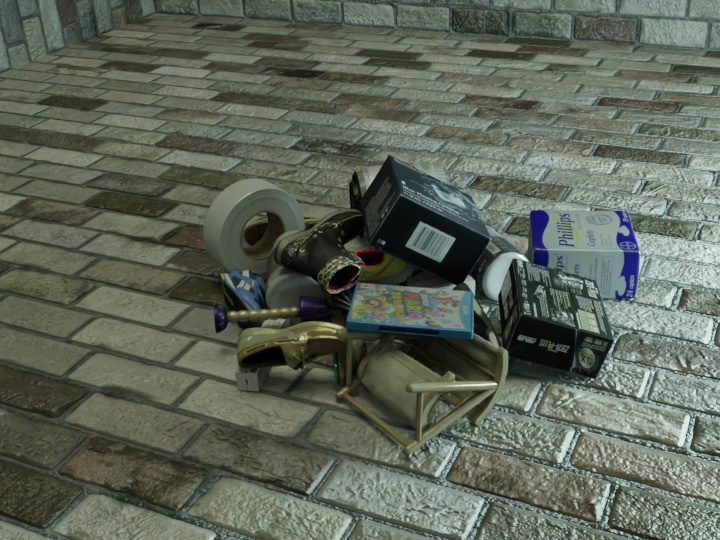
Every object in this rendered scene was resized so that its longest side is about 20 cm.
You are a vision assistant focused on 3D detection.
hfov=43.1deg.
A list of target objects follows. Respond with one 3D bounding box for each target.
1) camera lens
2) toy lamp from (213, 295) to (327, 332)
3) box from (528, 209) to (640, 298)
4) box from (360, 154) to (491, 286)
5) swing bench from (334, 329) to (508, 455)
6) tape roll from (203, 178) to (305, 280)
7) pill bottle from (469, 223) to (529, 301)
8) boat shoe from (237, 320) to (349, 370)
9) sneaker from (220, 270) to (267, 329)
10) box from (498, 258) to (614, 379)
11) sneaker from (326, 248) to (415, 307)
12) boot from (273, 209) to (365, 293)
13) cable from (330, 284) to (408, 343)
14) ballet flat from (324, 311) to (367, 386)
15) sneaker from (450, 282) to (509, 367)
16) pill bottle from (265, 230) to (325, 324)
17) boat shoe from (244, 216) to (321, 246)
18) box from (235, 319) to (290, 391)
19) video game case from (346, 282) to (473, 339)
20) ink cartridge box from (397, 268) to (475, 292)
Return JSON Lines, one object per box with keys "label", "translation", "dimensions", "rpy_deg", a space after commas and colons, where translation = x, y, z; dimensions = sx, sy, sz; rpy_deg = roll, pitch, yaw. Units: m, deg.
{"label": "camera lens", "translation": [0.081, -0.153, 1.989], "dimensions": [0.200, 0.160, 0.160], "rpy_deg": [-7, 29, -6]}
{"label": "toy lamp", "translation": [-0.158, 0.077, 1.619], "dimensions": [0.200, 0.058, 0.058], "rpy_deg": [-5, 29, -6]}
{"label": "box", "translation": [0.434, -0.035, 1.797], "dimensions": [0.200, 0.105, 0.184], "rpy_deg": [0, 28, 8]}
{"label": "box", "translation": [0.117, -0.096, 1.704], "dimensions": [0.196, 0.118, 0.200], "rpy_deg": [24, 23, -17]}
{"label": "swing bench", "translation": [0.094, 0.164, 1.450], "dimensions": [0.200, 0.130, 0.199], "rpy_deg": [-16, 30, -32]}
{"label": "tape roll", "translation": [-0.214, -0.082, 1.849], "dimensions": [0.202, 0.203, 0.071], "rpy_deg": [-22, 33, -30]}
{"label": "pill bottle", "translation": [0.245, -0.029, 1.803], "dimensions": [0.106, 0.106, 0.200], "rpy_deg": [-12, 29, -16]}
{"label": "boat shoe", "translation": [-0.110, 0.132, 1.503], "dimensions": [0.200, 0.074, 0.066], "rpy_deg": [-7, 48, 18]}
{"label": "sneaker", "translation": [-0.208, 0.052, 1.738], "dimensions": [0.082, 0.074, 0.200], "rpy_deg": [-11, 31, -18]}
{"label": "box", "translation": [0.331, 0.079, 1.573], "dimensions": [0.163, 0.086, 0.200], "rpy_deg": [15, 29, -3]}
{"label": "sneaker", "translation": [0.000, 0.000, 1.733], "dimensions": [0.200, 0.090, 0.078], "rpy_deg": [-27, 39, 21]}
{"label": "boot", "translation": [-0.036, -0.034, 1.661], "dimensions": [0.203, 0.074, 0.154], "rpy_deg": [-27, 41, -32]}
{"label": "cable", "translation": [0.018, 0.078, 1.633], "dimensions": [0.200, 0.051, 0.163], "rpy_deg": [33, 18, 28]}
{"label": "ballet flat", "translation": [-0.022, 0.129, 1.583], "dimensions": [0.071, 0.071, 0.200], "rpy_deg": [-6, 26, -5]}
{"label": "sneaker", "translation": [0.178, 0.117, 1.586], "dimensions": [0.114, 0.076, 0.200], "rpy_deg": [-29, 50, -1]}
{"label": "pill bottle", "translation": [-0.126, 0.007, 1.766], "dimensions": [0.113, 0.113, 0.200], "rpy_deg": [-4, 29, -2]}
{"label": "boat shoe", "translation": [-0.153, -0.082, 1.992], "dimensions": [0.202, 0.075, 0.075], "rpy_deg": [0, 14, -7]}
{"label": "box", "translation": [-0.169, 0.139, 1.607], "dimensions": [0.039, 0.042, 0.200], "rpy_deg": [4, 30, 12]}
{"label": "video game case", "translation": [0.084, 0.064, 1.489], "dimensions": [0.200, 0.018, 0.143], "rpy_deg": [5, 25, 5]}
{"label": "ink cartridge box", "translation": [0.143, 0.033, 1.740], "dimensions": [0.116, 0.068, 0.200], "rpy_deg": [-13, 31, -17]}
